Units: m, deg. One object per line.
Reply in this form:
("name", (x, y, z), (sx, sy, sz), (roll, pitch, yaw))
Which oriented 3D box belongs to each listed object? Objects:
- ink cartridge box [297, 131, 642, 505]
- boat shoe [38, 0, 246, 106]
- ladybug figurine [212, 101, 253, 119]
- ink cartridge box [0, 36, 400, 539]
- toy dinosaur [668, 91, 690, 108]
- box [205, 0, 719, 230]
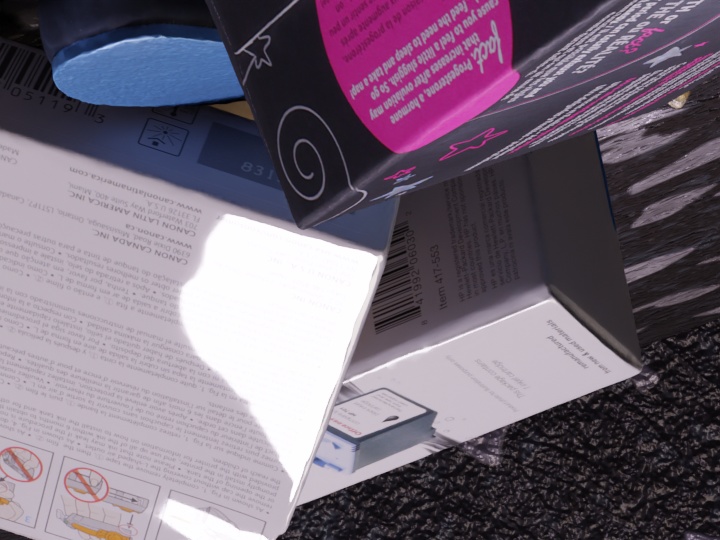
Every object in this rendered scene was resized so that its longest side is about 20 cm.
("ink cartridge box", (0.000, 0.000, 0.925), (0.200, 0.147, 0.086), (-24, 143, 25))
("boat shoe", (-0.035, -0.086, 0.659), (0.084, 0.069, 0.200), (-9, -179, 22))
("ladybug figurine", (-0.088, 0.004, 0.828), (0.136, 0.072, 0.200), (26, 95, -51))
("ink cartridge box", (-0.088, 0.028, 0.728), (0.161, 0.050, 0.200), (18, 132, -2))
("toy dinosaur", (0.048, -0.071, 1.018), (0.199, 0.058, 0.101), (-11, 156, 9))
("box", (0.050, -0.111, 0.461), (0.115, 0.132, 0.200), (-18, 172, -33))
